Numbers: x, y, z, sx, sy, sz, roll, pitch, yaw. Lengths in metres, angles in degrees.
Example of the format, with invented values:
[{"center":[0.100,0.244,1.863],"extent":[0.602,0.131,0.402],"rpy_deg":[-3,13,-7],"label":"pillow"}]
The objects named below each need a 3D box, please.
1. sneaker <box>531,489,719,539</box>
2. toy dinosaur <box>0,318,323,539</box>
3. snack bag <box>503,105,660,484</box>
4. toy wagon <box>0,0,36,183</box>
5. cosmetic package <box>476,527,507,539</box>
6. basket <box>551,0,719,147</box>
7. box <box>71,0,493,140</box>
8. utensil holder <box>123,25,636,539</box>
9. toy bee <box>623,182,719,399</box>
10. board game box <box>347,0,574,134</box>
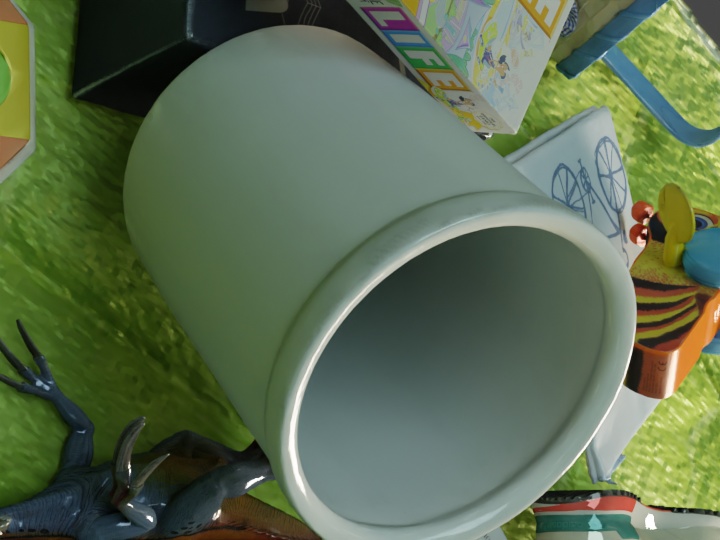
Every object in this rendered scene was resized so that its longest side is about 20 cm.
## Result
[{"center":[0.165,0.187,0.973],"extent":[0.199,0.070,0.094],"rpy_deg":[21,68,-49],"label":"sneaker"},{"center":[-0.108,0.118,0.773],"extent":[0.181,0.105,0.201],"rpy_deg":[-29,112,-19],"label":"toy dinosaur"},{"center":[0.145,0.008,0.996],"extent":[0.188,0.021,0.201],"rpy_deg":[-34,109,-61],"label":"snack bag"},{"center":[-0.243,-0.091,0.733],"extent":[0.199,0.039,0.156],"rpy_deg":[5,77,-38],"label":"toy wagon"},{"center":[0.047,0.231,0.893],"extent":[0.151,0.052,0.201],"rpy_deg":[-39,105,-36],"label":"cosmetic package"},{"center":[0.192,-0.179,1.023],"extent":[0.200,0.176,0.139],"rpy_deg":[39,57,-4],"label":"basket"},{"center":[-0.035,-0.173,0.867],"extent":[0.199,0.117,0.198],"rpy_deg":[14,71,-37],"label":"box"},{"center":[0.000,0.000,0.729],"extent":[0.169,0.200,0.171],"rpy_deg":[-15,127,-21],"label":"utensil holder"},{"center":[0.196,0.005,0.989],"extent":[0.199,0.108,0.132],"rpy_deg":[-10,120,-50],"label":"toy bee"},{"center":[0.065,-0.185,0.754],"extent":[0.134,0.034,0.201],"rpy_deg":[41,66,-43],"label":"board game box"}]
